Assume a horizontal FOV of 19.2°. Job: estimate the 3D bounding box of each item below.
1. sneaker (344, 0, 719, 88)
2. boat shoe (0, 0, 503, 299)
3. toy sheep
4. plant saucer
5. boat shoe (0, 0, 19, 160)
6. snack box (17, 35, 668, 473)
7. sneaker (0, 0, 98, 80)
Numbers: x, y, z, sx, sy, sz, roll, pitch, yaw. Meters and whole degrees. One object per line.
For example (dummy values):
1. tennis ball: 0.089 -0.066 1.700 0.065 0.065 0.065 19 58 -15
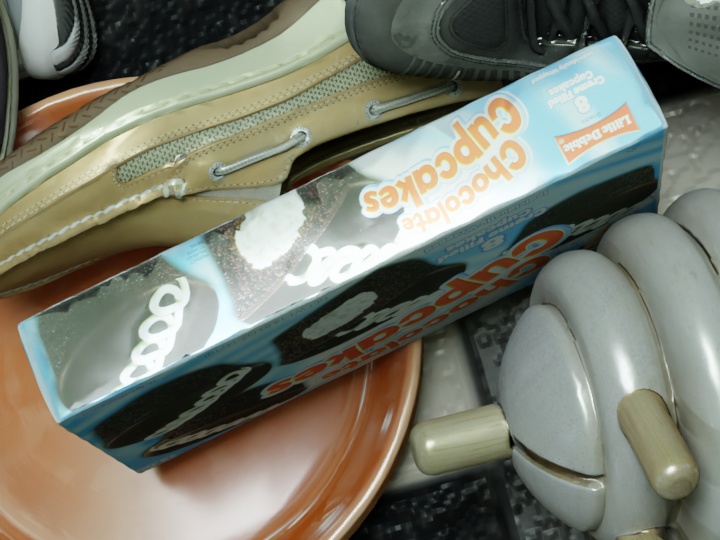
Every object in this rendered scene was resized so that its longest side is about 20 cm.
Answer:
1. sneaker: 0.096 -0.092 0.687 0.200 0.066 0.091 -10 28 -20
2. boat shoe: -0.044 -0.035 0.723 0.200 0.072 0.076 -30 85 -2
3. toy sheep: 0.115 0.038 0.678 0.200 0.138 0.138 -7 73 -11
4. plant saucer: -0.077 0.029 0.758 0.200 0.032 0.200 -2 75 7
5. boat shoe: -0.162 -0.111 0.732 0.072 0.065 0.200 -3 90 9
6. snack box: 0.000 0.000 0.679 0.200 0.116 0.037 -26 76 0
7. sneaker: -0.180 -0.152 0.800 0.115 0.075 0.200 -20 74 4
